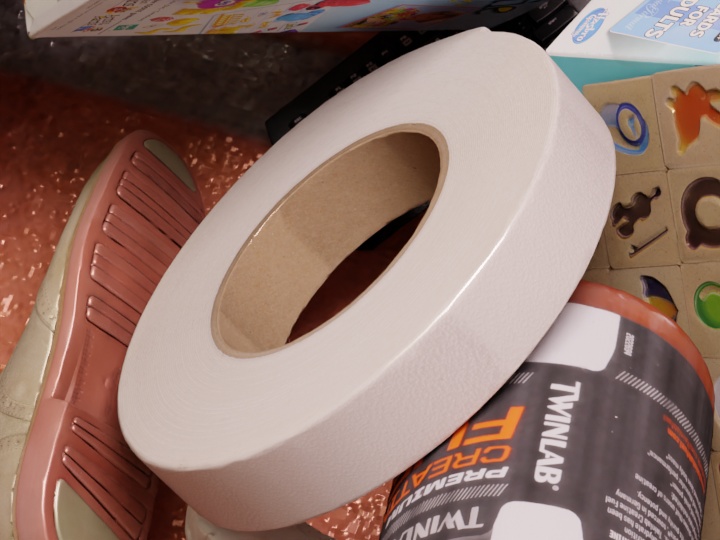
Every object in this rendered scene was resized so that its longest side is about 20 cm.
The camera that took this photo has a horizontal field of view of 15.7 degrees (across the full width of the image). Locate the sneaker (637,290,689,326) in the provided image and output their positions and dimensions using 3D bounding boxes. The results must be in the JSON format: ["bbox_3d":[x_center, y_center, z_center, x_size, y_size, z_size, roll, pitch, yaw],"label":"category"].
[{"bbox_3d":[0.144,-0.049,0.982,0.075,0.085,0.201,8,66,15],"label":"sneaker"}]

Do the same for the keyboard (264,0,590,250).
[{"bbox_3d":[0.044,-0.104,1.054,0.200,0.040,0.104,-38,64,-9],"label":"keyboard"}]

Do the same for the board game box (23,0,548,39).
[{"bbox_3d":[-0.016,-0.147,0.942,0.199,0.105,0.104,-4,83,-32],"label":"board game box"}]

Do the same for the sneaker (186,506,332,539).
[{"bbox_3d":[0.018,0.142,0.923,0.080,0.077,0.200,-39,69,-18],"label":"sneaker"}]

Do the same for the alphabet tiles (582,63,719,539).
[{"bbox_3d":[0.138,0.012,0.885,0.199,0.006,0.168,-5,97,48],"label":"alphabet tiles"}]

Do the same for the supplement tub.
[{"bbox_3d":[0.055,0.102,0.839,0.106,0.107,0.201,2,41,12],"label":"supplement tub"}]

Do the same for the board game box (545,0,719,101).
[{"bbox_3d":[0.188,-0.099,0.919,0.199,0.047,0.151,8,45,43],"label":"board game box"}]

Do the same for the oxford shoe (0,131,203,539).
[{"bbox_3d":[-0.112,0.033,0.995,0.074,0.071,0.201,-17,44,36],"label":"oxford shoe"}]

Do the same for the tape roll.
[{"bbox_3d":[0.000,0.000,0.909,0.202,0.037,0.203,-35,27,21],"label":"tape roll"}]
